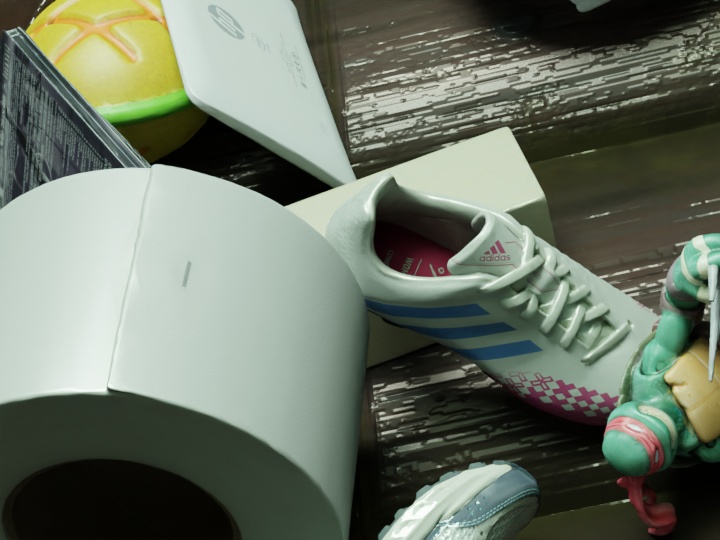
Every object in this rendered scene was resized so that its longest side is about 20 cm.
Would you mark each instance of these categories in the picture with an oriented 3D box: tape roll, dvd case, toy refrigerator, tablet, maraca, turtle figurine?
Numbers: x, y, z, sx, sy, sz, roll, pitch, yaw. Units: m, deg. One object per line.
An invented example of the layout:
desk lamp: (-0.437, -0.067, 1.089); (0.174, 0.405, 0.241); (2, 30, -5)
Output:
tape roll: (-0.100, 0.070, 0.935); (0.202, 0.203, 0.139); (-6, 44, 12)
dvd case: (-0.154, -0.022, 1.089); (0.016, 0.149, 0.200); (-10, 37, -30)
toy refrigerator: (0.000, 0.000, 1.062); (0.200, 0.076, 0.070); (-21, 44, -2)
tablet: (-0.067, -0.133, 1.189); (0.014, 0.130, 0.200); (-44, 39, 22)
maraca: (-0.143, -0.126, 1.218); (0.137, 0.107, 0.200); (1, 26, 5)
turtle figurine: (0.173, 0.046, 0.929); (0.200, 0.150, 0.101); (-39, 22, -33)

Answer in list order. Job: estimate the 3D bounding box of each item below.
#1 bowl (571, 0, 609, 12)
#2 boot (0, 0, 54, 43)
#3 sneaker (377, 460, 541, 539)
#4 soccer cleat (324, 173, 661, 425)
bowl: (0.148, -0.217, 1.190); (0.201, 0.090, 0.201); (-33, 8, 5)
boot: (-0.241, -0.160, 1.273); (0.200, 0.075, 0.097); (-46, 10, -6)
sneaker: (0.028, 0.175, 0.893); (0.086, 0.078, 0.200); (31, 68, 25)
soccer cleat: (0.077, 0.016, 0.965); (0.200, 0.086, 0.070); (22, 61, -3)
